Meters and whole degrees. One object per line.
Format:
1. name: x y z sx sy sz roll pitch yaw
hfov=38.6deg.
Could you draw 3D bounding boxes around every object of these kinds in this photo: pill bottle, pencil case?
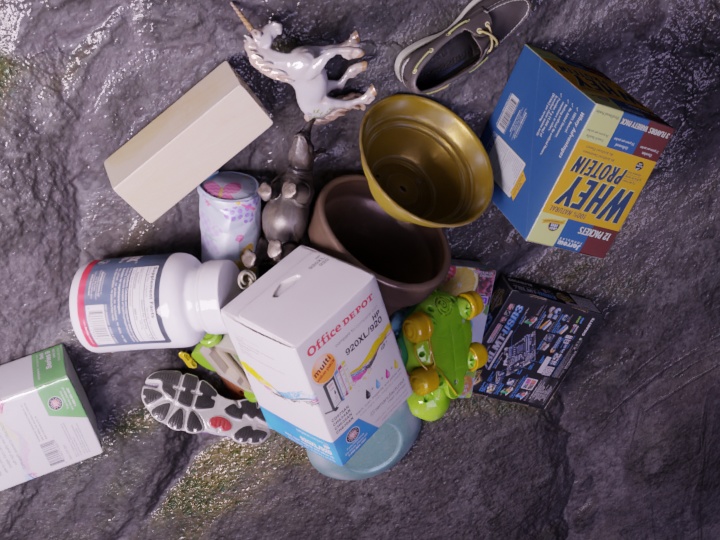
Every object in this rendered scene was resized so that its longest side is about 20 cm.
1. pill bottle: -0.252 0.039 1.299 0.197 0.120 0.121 -4 129 16
2. pencil case: -0.174 -0.029 1.356 0.083 0.090 0.202 -21 131 -36

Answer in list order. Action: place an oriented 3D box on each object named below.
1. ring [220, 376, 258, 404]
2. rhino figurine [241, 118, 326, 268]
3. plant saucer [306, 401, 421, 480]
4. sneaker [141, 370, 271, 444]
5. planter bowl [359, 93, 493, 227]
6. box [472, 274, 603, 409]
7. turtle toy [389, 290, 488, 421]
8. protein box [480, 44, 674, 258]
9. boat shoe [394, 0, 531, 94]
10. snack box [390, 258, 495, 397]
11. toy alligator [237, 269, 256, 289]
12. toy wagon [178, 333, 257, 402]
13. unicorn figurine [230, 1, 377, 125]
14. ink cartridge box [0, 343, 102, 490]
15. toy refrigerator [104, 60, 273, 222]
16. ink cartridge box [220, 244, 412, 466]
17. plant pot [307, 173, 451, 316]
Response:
1. ring: -0.112 0.148 1.481 0.198 0.019 0.202 11 130 13
2. rhino figurine: -0.090 -0.096 1.306 0.087 0.059 0.203 0 108 -71
3. plant saucer: 0.012 0.273 1.658 0.198 0.039 0.203 -10 124 -15
4. sneaker: -0.227 0.209 1.497 0.198 0.083 0.082 25 69 -18
5. planter bowl: 0.071 -0.125 1.357 0.198 0.203 0.084 6 149 -25
6. box: 0.261 0.119 1.652 0.196 0.050 0.202 15 115 -28
7. turtle toy: 0.100 0.118 1.447 0.145 0.100 0.203 -19 108 -41
8. protein box: 0.272 -0.160 1.376 0.133 0.201 0.200 11 117 -28
9. boat shoe: 0.141 -0.292 1.324 0.200 0.061 0.072 -34 128 2
10. snack box: 0.115 0.085 1.533 0.140 0.053 0.203 6 102 -24
11. toy alligator: -0.117 0.047 1.344 0.060 0.054 0.200 -56 139 -13
12. toy wagon: -0.166 0.129 1.422 0.040 0.198 0.156 -60 142 -26
13. unicorn figurine: -0.059 -0.247 1.262 0.136 0.074 0.201 -18 133 3
14. ink cartridge box: -0.469 0.207 1.389 0.198 0.088 0.147 -21 127 -10
15. toy refrigerator: -0.213 -0.159 1.266 0.199 0.070 0.076 -38 134 6
16. ink cartridge box: -0.051 0.102 1.272 0.147 0.144 0.202 -41 131 -28
17. plant pot: 0.000 0.000 1.398 0.198 0.202 0.175 9 136 -26
